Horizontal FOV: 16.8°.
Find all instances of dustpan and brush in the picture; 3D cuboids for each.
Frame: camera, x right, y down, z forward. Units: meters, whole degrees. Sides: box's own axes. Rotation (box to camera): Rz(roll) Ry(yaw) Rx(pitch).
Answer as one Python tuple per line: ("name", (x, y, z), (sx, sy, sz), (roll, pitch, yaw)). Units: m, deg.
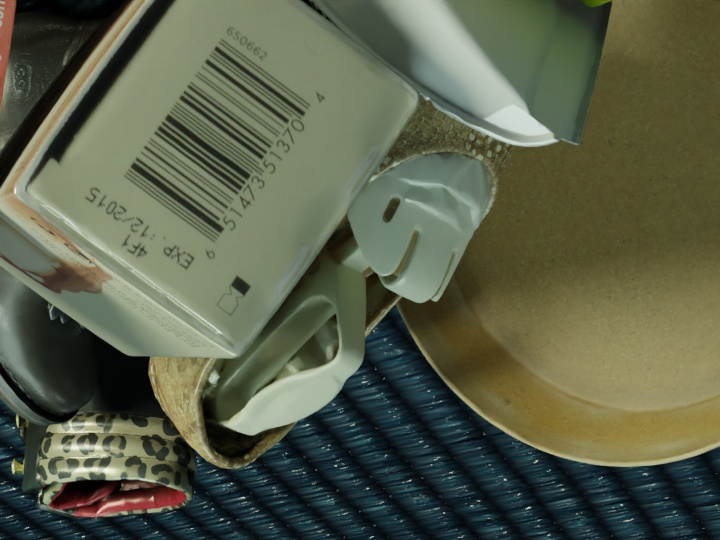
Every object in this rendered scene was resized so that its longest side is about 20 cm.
("dustpan and brush", (-0.010, -0.123, 0.779), (0.200, 0.140, 0.057), (44, 121, -15))

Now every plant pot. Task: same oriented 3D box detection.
("plant pot", (0.093, -0.032, 0.866), (0.199, 0.201, 0.027), (-10, 179, 34))

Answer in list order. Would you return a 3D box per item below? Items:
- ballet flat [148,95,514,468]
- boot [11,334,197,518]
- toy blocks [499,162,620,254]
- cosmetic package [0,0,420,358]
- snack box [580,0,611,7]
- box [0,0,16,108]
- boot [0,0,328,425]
("ballet flat", (0.000, 0.000, 0.866), (0.070, 0.065, 0.200), (18, 125, -36))
("boot", (-0.150, 0.031, 1.103), (0.203, 0.154, 0.073), (-4, 158, 25))
("toy blocks", (0.125, -0.046, 0.961), (0.199, 0.100, 0.137), (-5, 168, 21))
("cosmetic package", (-0.065, -0.034, 0.802), (0.087, 0.104, 0.200), (36, 169, -10))
("snack box", (0.089, -0.161, 0.688), (0.168, 0.068, 0.200), (24, 150, -39))
("box", (-0.165, -0.069, 0.788), (0.094, 0.201, 0.103), (11, 158, -14))
("boot", (-0.074, -0.025, 0.960), (0.173, 0.069, 0.201), (1, 118, 17))
